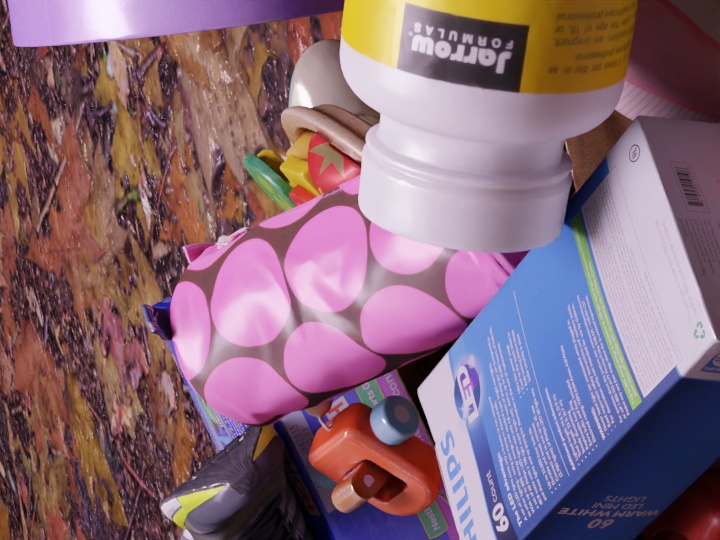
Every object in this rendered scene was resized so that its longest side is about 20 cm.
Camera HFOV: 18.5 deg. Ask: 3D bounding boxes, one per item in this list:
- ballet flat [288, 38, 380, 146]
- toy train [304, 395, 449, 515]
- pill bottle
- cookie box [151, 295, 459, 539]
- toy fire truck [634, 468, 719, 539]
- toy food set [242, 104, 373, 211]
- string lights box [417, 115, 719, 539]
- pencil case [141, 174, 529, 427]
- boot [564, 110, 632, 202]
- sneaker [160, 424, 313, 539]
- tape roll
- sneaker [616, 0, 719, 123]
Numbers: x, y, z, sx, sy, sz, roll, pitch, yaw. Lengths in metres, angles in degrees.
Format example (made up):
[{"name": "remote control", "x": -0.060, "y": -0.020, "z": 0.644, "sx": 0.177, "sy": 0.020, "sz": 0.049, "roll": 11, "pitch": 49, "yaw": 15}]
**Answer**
[{"name": "ballet flat", "x": 0.002, "y": -0.032, "z": 1.258, "sx": 0.069, "sy": 0.069, "sz": 0.201, "roll": 38, "pitch": 139, "yaw": 57}, {"name": "toy train", "x": 0.064, "y": 0.090, "z": 1.041, "sx": 0.200, "sy": 0.150, "sz": 0.056, "roll": -34, "pitch": 26, "yaw": 43}, {"name": "pill bottle", "x": 0.051, "y": -0.114, "z": 0.828, "sx": 0.111, "sy": 0.111, "sz": 0.201, "roll": 40, "pitch": 128, "yaw": 55}, {"name": "cookie box", "x": -0.031, "y": 0.083, "z": 1.230, "sx": 0.172, "sy": 0.075, "sz": 0.200, "roll": 65, "pitch": 165, "yaw": -9}, {"name": "toy fire truck", "x": 0.172, "y": 0.130, "z": 0.892, "sx": 0.176, "sy": 0.128, "sz": 0.201, "roll": 53, "pitch": 134, "yaw": 46}, {"name": "toy food set", "x": 0.028, "y": -0.007, "z": 1.116, "sx": 0.200, "sy": 0.049, "sz": 0.198, "roll": 45, "pitch": 173, "yaw": -16}, {"name": "string lights box", "x": 0.098, "y": 0.040, "z": 0.887, "sx": 0.200, "sy": 0.059, "sz": 0.103, "roll": -54, "pitch": 41, "yaw": 47}, {"name": "pencil case", "x": 0.000, "y": 0.000, "z": 1.001, "sx": 0.200, "sy": 0.091, "sz": 0.094, "roll": -24, "pitch": 69, "yaw": 35}, {"name": "boot", "x": 0.126, "y": -0.011, "z": 0.973, "sx": 0.074, "sy": 0.075, "sz": 0.201, "roll": -39, "pitch": 65, "yaw": 61}, {"name": "sneaker", "x": -0.050, "y": 0.139, "z": 1.144, "sx": 0.081, "sy": 0.074, "sz": 0.200, "roll": 45, "pitch": 166, "yaw": 16}, {"name": "tape roll", "x": -0.103, "y": -0.171, "z": 1.262, "sx": 0.200, "sy": 0.199, "sz": 0.066, "roll": -166, "pitch": 68, "yaw": -64}, {"name": "sneaker", "x": 0.105, "y": -0.132, "z": 0.923, "sx": 0.200, "sy": 0.075, "sz": 0.105, "roll": 47, "pitch": 151, "yaw": 13}]
